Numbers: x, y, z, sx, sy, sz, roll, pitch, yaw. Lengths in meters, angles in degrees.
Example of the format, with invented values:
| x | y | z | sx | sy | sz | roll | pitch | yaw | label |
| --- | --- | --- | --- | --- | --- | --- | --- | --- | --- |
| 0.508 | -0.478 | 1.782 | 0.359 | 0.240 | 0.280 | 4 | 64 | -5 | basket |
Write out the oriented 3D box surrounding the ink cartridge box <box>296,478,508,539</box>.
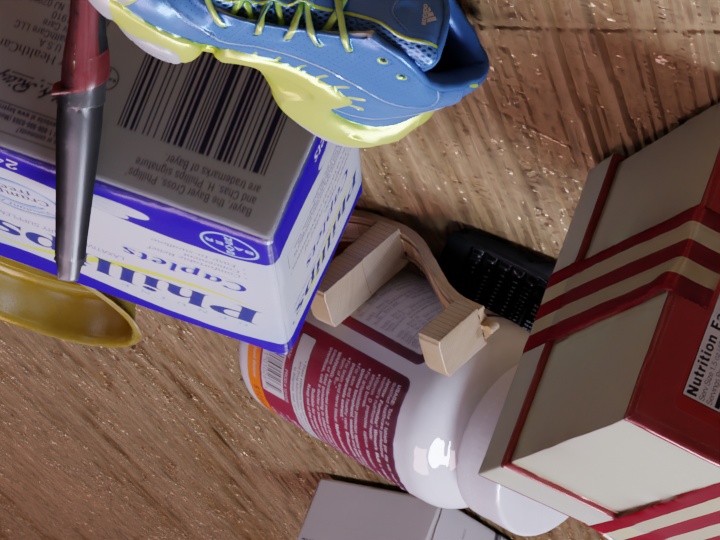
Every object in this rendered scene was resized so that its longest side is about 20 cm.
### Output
| x | y | z | sx | sy | sz | roll | pitch | yaw | label |
| --- | --- | --- | --- | --- | --- | --- | --- | --- | --- |
| 0.061 | 0.252 | 2.134 | 0.144 | 0.084 | 0.200 | 5 | 159 | 43 | ink cartridge box |

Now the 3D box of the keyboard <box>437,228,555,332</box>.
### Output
| x | y | z | sx | sy | sz | roll | pitch | yaw | label |
| --- | --- | --- | --- | --- | --- | --- | --- | --- | --- |
| 0.084 | 0.034 | 1.469 | 0.104 | 0.040 | 0.200 | 21 | 165 | 3 | keyboard |

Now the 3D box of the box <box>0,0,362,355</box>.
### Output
| x | y | z | sx | sy | sz | roll | pitch | yaw | label |
| --- | --- | --- | --- | --- | --- | --- | --- | --- | --- |
| -0.103 | -0.055 | 1.290 | 0.184 | 0.105 | 0.200 | 20 | 165 | 7 | box |

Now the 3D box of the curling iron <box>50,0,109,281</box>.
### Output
| x | y | z | sx | sy | sz | roll | pitch | yaw | label |
| --- | --- | --- | --- | --- | --- | --- | --- | --- | --- |
| -0.130 | -0.084 | 1.147 | 0.026 | 0.050 | 0.200 | 22 | 125 | 23 | curling iron |

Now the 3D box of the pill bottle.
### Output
| x | y | z | sx | sy | sz | roll | pitch | yaw | label |
| --- | --- | --- | --- | --- | --- | --- | --- | --- | --- |
| 0.035 | 0.064 | 1.422 | 0.200 | 0.110 | 0.110 | 28 | 172 | 39 | pill bottle |

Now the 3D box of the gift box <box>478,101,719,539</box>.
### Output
| x | y | z | sx | sy | sz | roll | pitch | yaw | label |
| --- | --- | --- | --- | --- | --- | --- | --- | --- | --- |
| 0.180 | 0.055 | 1.151 | 0.200 | 0.185 | 0.187 | 31 | 161 | -11 | gift box |

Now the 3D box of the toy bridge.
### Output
| x | y | z | sx | sy | sz | roll | pitch | yaw | label |
| --- | --- | --- | --- | --- | --- | --- | --- | --- | --- |
| 0.000 | 0.000 | 1.397 | 0.200 | 0.067 | 0.027 | 23 | 142 | 40 | toy bridge |

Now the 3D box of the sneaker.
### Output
| x | y | z | sx | sy | sz | roll | pitch | yaw | label |
| --- | --- | --- | --- | --- | --- | --- | --- | --- | --- |
| -0.024 | -0.117 | 1.070 | 0.105 | 0.076 | 0.200 | -12 | 153 | 42 | sneaker |

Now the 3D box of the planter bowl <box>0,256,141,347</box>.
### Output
| x | y | z | sx | sy | sz | roll | pitch | yaw | label |
| --- | --- | --- | --- | --- | --- | --- | --- | --- | --- |
| -0.209 | -0.033 | 1.538 | 0.200 | 0.084 | 0.200 | 20 | 165 | 6 | planter bowl |
